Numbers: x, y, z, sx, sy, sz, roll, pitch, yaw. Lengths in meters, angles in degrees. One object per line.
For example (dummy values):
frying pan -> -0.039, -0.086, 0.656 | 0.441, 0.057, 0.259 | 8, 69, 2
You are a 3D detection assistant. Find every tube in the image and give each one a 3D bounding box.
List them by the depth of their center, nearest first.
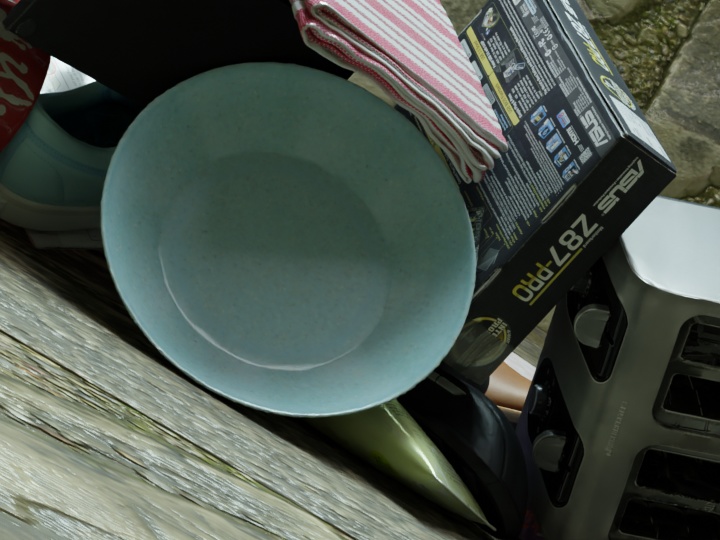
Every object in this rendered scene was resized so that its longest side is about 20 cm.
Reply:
tube -> -0.010, 0.069, 1.584 | 0.058, 0.052, 0.200 | -17, 44, -42

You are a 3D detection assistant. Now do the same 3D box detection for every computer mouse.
computer mouse -> 0.027, 0.053, 1.616 | 0.200, 0.046, 0.141 | 35, -26, 46

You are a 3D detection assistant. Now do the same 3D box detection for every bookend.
bookend -> -0.123, -0.180, 1.613 | 0.200, 0.092, 0.199 | 28, 23, -46

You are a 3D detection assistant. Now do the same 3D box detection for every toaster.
toaster -> 0.196, 0.068, 1.622 | 0.200, 0.181, 0.119 | 12, 30, -10

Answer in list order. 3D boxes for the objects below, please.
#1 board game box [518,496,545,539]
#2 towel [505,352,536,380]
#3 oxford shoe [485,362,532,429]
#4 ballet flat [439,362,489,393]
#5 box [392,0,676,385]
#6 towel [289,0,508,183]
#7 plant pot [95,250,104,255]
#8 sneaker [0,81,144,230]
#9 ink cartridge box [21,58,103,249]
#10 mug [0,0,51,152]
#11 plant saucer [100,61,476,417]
board game box -> 0.093, 0.132, 1.750 | 0.120, 0.032, 0.200 | 40, 7, 37
towel -> 0.048, 0.046, 1.985 | 0.191, 0.032, 0.200 | 32, 3, -9
oxford shoe -> 0.053, 0.051, 1.757 | 0.200, 0.071, 0.071 | 19, -10, 8
ballet flat -> 0.000, 0.000, 1.720 | 0.200, 0.068, 0.068 | 49, -12, 25
box -> 0.077, -0.056, 1.632 | 0.049, 0.161, 0.200 | 34, 18, -31
towel -> 0.003, -0.139, 1.615 | 0.146, 0.030, 0.200 | 37, 18, -30
plant pot -> -0.155, -0.070, 1.861 | 0.201, 0.093, 0.201 | 31, 4, -3
sneaker -> -0.114, -0.071, 1.650 | 0.200, 0.082, 0.074 | -13, 58, -44
ink cartridge box -> -0.156, -0.074, 1.726 | 0.176, 0.045, 0.200 | -2, 50, -37
mug -> -0.260, -0.157, 1.570 | 0.200, 0.178, 0.133 | 35, -20, -31
plant saucer -> -0.040, -0.011, 1.549 | 0.201, 0.201, 0.039 | 32, -31, -2
